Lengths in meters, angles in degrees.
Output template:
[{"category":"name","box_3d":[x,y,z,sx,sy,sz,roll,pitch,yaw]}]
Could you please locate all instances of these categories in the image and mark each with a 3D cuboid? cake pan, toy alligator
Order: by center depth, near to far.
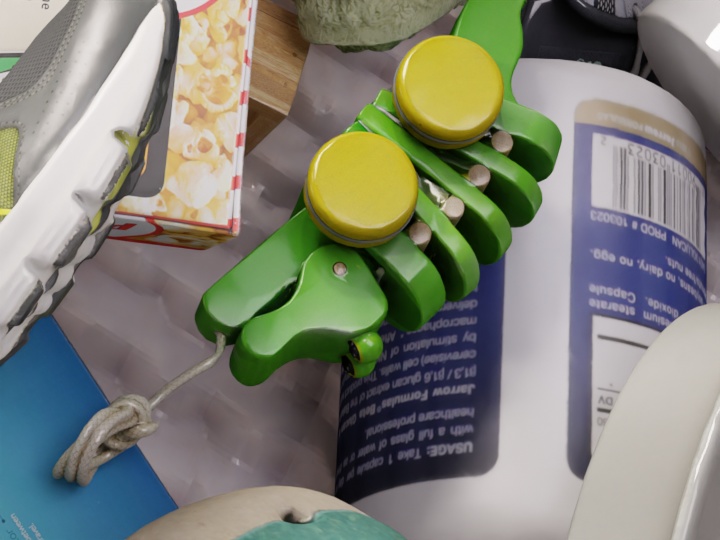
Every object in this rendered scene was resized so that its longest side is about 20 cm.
[{"category":"cake pan","box_3d":[0.098,0.097,0.754,0.200,0.037,0.201,-22,115,-59]},{"category":"toy alligator","box_3d":[0.000,0.000,0.789,0.054,0.059,0.200,39,66,5]}]

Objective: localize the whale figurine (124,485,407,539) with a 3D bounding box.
[{"category":"whale figurine","box_3d":[-0.028,0.158,0.739,0.159,0.104,0.201,-6,117,-48]}]

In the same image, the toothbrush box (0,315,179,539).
[{"category":"toothbrush box","box_3d":[-0.159,0.085,0.760,0.200,0.085,0.147,-34,88,-33]}]

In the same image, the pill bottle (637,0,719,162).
[{"category":"pill bottle","box_3d":[0.185,-0.108,0.887,0.200,0.112,0.112,-38,90,-6]}]

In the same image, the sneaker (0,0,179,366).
[{"category":"sneaker","box_3d":[-0.121,-0.001,0.689,0.085,0.074,0.200,38,84,-1]}]

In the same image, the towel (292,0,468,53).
[{"category":"towel","box_3d":[0.050,-0.155,0.845,0.036,0.149,0.200,21,35,33]}]

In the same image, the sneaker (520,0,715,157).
[{"category":"sneaker","box_3d":[0.095,-0.065,0.958,0.140,0.078,0.200,-27,75,-30]}]

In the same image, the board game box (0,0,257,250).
[{"category":"board game box","box_3d":[-0.124,-0.093,0.750,0.199,0.046,0.152,8,83,-15]}]

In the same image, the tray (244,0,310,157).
[{"category":"tray","box_3d":[-0.123,-0.082,0.835,0.199,0.099,0.037,24,61,-17]}]

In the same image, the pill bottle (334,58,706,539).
[{"category":"pill bottle","box_3d":[0.048,0.048,0.862,0.111,0.111,0.201,13,66,-22]}]
